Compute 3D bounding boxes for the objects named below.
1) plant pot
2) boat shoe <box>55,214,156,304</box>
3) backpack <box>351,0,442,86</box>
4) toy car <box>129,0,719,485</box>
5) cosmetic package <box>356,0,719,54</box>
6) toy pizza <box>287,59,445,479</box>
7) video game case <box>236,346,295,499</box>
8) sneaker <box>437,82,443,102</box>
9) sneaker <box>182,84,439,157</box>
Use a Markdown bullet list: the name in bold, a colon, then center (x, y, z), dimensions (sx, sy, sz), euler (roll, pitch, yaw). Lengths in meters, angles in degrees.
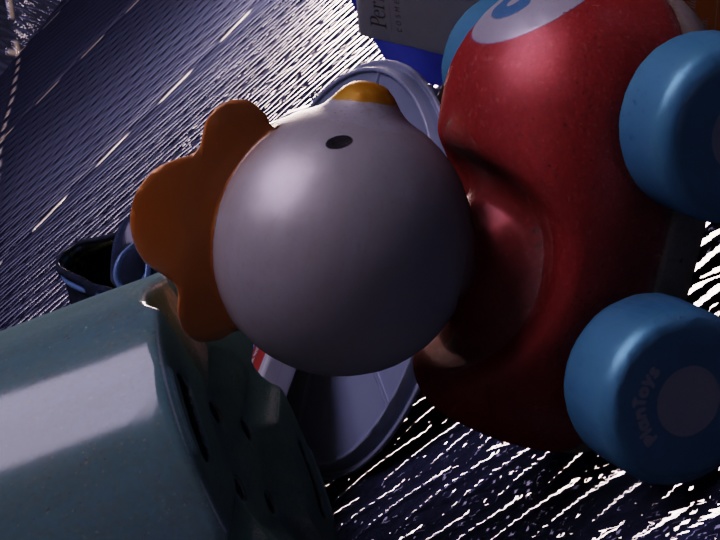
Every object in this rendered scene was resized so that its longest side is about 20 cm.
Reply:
- **plant pot**: center (-0.122, 0.106, 0.652), dimensions (0.195, 0.201, 0.201), euler (-24, 23, 11)
- **boat shoe**: center (-0.100, 0.003, 0.873), dimensions (0.199, 0.069, 0.084), euler (-21, 29, 49)
- **backpack**: center (0.093, -0.213, 0.968), dimensions (0.200, 0.168, 0.162), euler (-37, 29, -13)
- **toy car**: center (0.020, -0.027, 0.622), dimensions (0.184, 0.199, 0.178), euler (-147, 65, -65)
- **cosmetic package**: center (0.098, -0.136, 0.738), dimensions (0.199, 0.102, 0.071), euler (16, 51, 20)
- **toy pizza**: center (0.000, 0.000, 0.836), dimensions (0.200, 0.032, 0.202), euler (-29, 56, 56)
- **video game case**: center (-0.105, 0.098, 0.830), dimensions (0.200, 0.017, 0.143), euler (-36, 21, 34)
- **sneaker**: center (0.063, -0.038, 0.857), dimensions (0.201, 0.084, 0.073), euler (-60, 34, 21)
- **sneaker**: center (-0.025, -0.054, 0.978), dimensions (0.199, 0.076, 0.115), euler (-28, 13, -20)
